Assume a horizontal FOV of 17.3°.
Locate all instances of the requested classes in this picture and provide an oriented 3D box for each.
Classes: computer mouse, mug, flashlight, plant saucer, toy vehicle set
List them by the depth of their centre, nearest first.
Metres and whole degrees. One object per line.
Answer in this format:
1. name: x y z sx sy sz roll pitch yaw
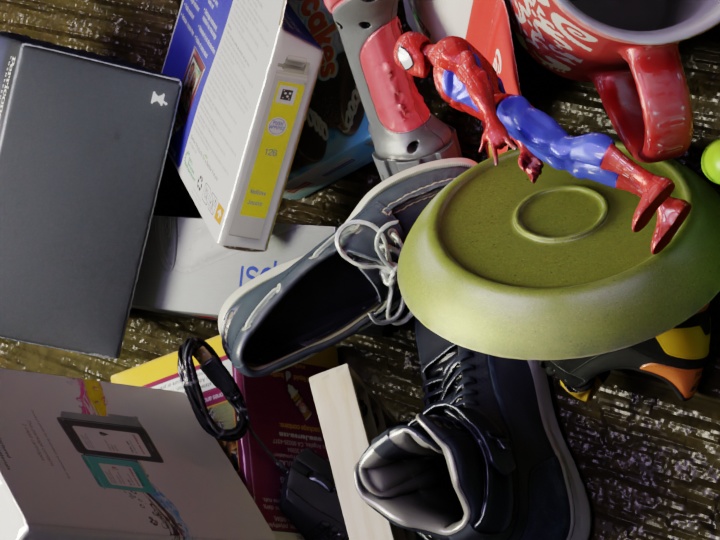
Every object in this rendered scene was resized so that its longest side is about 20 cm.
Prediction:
1. mug: 0.138 -0.156 1.337 0.200 0.133 0.178 131 158 -84
2. plant saucer: 0.117 -0.022 1.365 0.200 0.200 0.031 28 141 43
3. toy vehicle set: 0.020 0.170 1.458 0.026 0.124 0.201 -19 67 9
4. flashlight: 0.021 -0.134 1.483 0.068 0.201 0.068 -16 27 9
5. computer mouse: -0.046 0.116 1.500 0.034 0.200 0.059 -21 30 40

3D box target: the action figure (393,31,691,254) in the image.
1. action figure: 0.093 -0.080 1.331 0.200 0.065 0.052 40 96 28

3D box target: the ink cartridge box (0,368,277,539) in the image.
1. ink cartridge box: -0.186 0.165 1.457 0.147 0.199 0.146 -55 49 23

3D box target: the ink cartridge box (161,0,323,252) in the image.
1. ink cartridge box: -0.079 -0.147 1.581 0.198 0.047 0.201 -121 46 -56

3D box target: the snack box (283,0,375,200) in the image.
1. snack box: -0.030 -0.163 1.623 0.116 0.037 0.201 -26 65 39

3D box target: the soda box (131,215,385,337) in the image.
1. soda box: -0.071 0.002 1.614 0.199 0.063 0.069 5 86 44

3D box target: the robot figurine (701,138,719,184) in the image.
1. robot figurine: 0.269 -0.082 1.271 0.175 0.116 0.201 -28 61 6

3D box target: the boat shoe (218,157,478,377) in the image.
1. boat shoe: 0.000 0.000 1.484 0.199 0.075 0.062 -29 23 -1

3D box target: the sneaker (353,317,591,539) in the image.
1. sneaker: 0.050 0.081 1.432 0.077 0.146 0.203 -45 54 30

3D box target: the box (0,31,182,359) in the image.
1. box: -0.223 -0.060 1.677 0.198 0.123 0.201 -156 78 -70

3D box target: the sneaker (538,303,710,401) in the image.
1. sneaker: 0.112 0.033 1.409 0.199 0.070 0.091 4 104 27

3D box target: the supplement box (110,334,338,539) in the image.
1. supplement box: -0.082 0.154 1.570 0.131 0.103 0.201 -19 69 40

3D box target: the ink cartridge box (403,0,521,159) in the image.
1. ink cartridge box: 0.057 -0.166 1.471 0.161 0.050 0.201 98 167 -72
